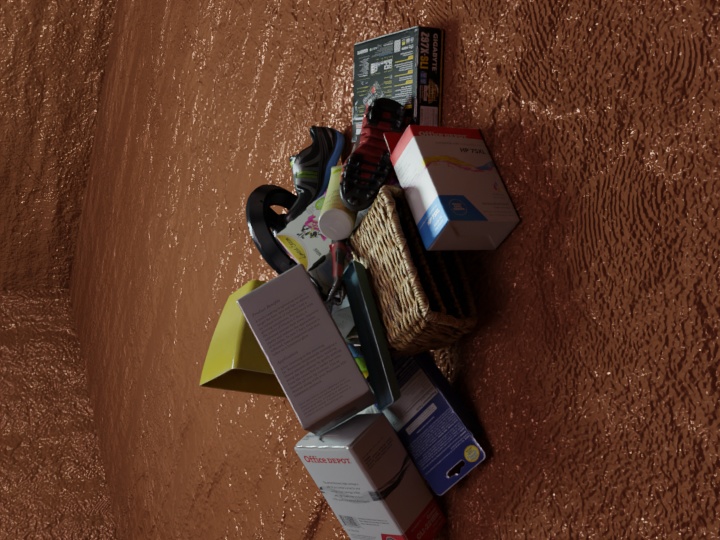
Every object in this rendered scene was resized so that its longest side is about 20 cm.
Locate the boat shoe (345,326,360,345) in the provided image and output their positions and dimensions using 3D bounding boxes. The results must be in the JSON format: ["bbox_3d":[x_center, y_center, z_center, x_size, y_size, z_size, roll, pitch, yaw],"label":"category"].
[{"bbox_3d":[0.011,0.098,1.435,0.067,0.057,0.200,-64,22,-12],"label":"boat shoe"}]

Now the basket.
[{"bbox_3d":[0.089,-0.003,1.194,0.149,0.141,0.202,-53,50,55],"label":"basket"}]

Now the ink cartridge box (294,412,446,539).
[{"bbox_3d":[0.013,0.313,1.291,0.144,0.084,0.201,-14,112,51],"label":"ink cartridge box"}]

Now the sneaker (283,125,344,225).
[{"bbox_3d":[-0.093,-0.162,1.528,0.071,0.082,0.201,125,165,-74],"label":"sneaker"}]

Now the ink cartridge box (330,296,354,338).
[{"bbox_3d":[0.000,0.000,1.393,0.201,0.057,0.164,120,168,-49],"label":"ink cartridge box"}]

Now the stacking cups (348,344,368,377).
[{"bbox_3d":[-0.019,0.153,1.482,0.200,0.060,0.061,52,134,47],"label":"stacking cups"}]

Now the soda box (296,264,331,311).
[{"bbox_3d":[-0.074,0.013,1.436,0.071,0.063,0.201,-52,19,48],"label":"soda box"}]

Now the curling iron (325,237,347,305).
[{"bbox_3d":[-0.035,-0.021,1.235,0.201,0.025,0.050,-93,21,-52],"label":"curling iron"}]

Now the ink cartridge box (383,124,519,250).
[{"bbox_3d":[0.117,-0.126,1.172,0.067,0.115,0.201,-56,45,47],"label":"ink cartridge box"}]

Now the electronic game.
[{"bbox_3d":[-0.124,-0.062,1.541,0.041,0.199,0.202,-32,60,30],"label":"electronic game"}]

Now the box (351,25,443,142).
[{"bbox_3d":[0.053,-0.281,1.358,0.199,0.049,0.162,9,101,61],"label":"box"}]

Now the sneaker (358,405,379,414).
[{"bbox_3d":[0.028,0.206,1.351,0.076,0.087,0.202,-34,-50,-79],"label":"sneaker"}]

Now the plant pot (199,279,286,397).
[{"bbox_3d":[-0.172,0.127,1.644,0.200,0.198,0.178,-30,54,58],"label":"plant pot"}]

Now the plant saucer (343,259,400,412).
[{"bbox_3d":[0.014,0.088,1.191,0.070,0.019,0.202,127,129,-65],"label":"plant saucer"}]

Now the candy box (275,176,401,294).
[{"bbox_3d":[-0.021,-0.074,1.361,0.200,0.061,0.136,-42,38,-4],"label":"candy box"}]

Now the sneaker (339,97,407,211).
[{"bbox_3d":[0.016,-0.151,1.261,0.098,0.070,0.202,107,-179,-55],"label":"sneaker"}]

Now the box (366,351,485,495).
[{"bbox_3d":[0.093,0.207,1.250,0.201,0.032,0.121,55,129,19],"label":"box"}]

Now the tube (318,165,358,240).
[{"bbox_3d":[-0.023,-0.116,1.298,0.052,0.058,0.201,-55,10,31],"label":"tube"}]

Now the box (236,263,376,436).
[{"bbox_3d":[-0.072,0.116,1.237,0.201,0.106,0.152,60,177,15],"label":"box"}]
